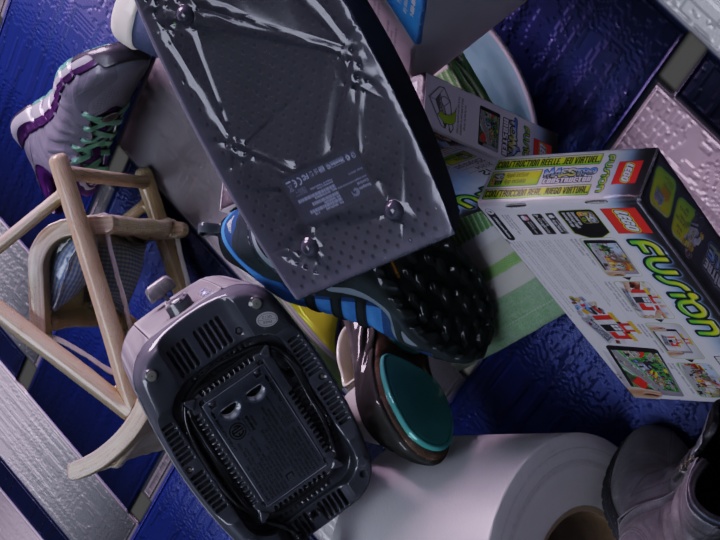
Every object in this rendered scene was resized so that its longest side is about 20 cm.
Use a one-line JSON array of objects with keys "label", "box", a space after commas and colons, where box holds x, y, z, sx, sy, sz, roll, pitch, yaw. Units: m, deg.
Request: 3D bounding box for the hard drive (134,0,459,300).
[{"label": "hard drive", "box": [-0.032, -0.094, 0.956, 0.134, 0.042, 0.201, -23, 100, 36]}]

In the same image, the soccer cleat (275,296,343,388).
[{"label": "soccer cleat", "box": [-0.041, -0.008, 1.252, 0.083, 0.065, 0.202, -11, 101, 15]}]

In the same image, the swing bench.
[{"label": "swing bench", "box": [-0.180, 0.034, 1.268, 0.129, 0.199, 0.201, -37, 84, 10]}]

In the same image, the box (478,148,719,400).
[{"label": "box", "box": [0.165, 0.008, 0.990, 0.109, 0.035, 0.200, 0, 144, 42]}]

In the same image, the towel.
[{"label": "towel", "box": [0.059, -0.045, 1.119, 0.152, 0.023, 0.201, -32, 90, 48]}]

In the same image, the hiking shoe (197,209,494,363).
[{"label": "hiking shoe", "box": [0.000, 0.000, 1.087, 0.199, 0.075, 0.086, 31, 161, -29]}]

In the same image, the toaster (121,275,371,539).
[{"label": "toaster", "box": [-0.074, 0.093, 1.111, 0.201, 0.113, 0.129, 57, 172, -16]}]

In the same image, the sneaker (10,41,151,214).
[{"label": "sneaker", "box": [-0.204, -0.110, 1.324, 0.200, 0.074, 0.088, -29, 79, 57]}]

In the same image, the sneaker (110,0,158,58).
[{"label": "sneaker", "box": [-0.109, -0.232, 1.186, 0.084, 0.075, 0.201, 27, 128, 11]}]

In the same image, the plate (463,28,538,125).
[{"label": "plate", "box": [0.043, -0.100, 1.138, 0.199, 0.026, 0.202, 22, 125, 34]}]

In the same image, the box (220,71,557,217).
[{"label": "box", "box": [0.014, -0.060, 1.059, 0.199, 0.110, 0.035, -19, 58, 48]}]

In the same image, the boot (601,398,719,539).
[{"label": "boot", "box": [0.198, 0.124, 1.010, 0.069, 0.200, 0.132, 23, 121, -3]}]

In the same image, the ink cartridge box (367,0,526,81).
[{"label": "ink cartridge box", "box": [0.021, -0.240, 0.964, 0.200, 0.144, 0.147, 49, 168, 12]}]

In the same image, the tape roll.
[{"label": "tape roll", "box": [0.094, 0.208, 1.123, 0.139, 0.202, 0.204, -7, 106, 43]}]

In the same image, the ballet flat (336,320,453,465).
[{"label": "ballet flat", "box": [0.018, 0.073, 1.156, 0.068, 0.201, 0.068, 28, 120, -25]}]
